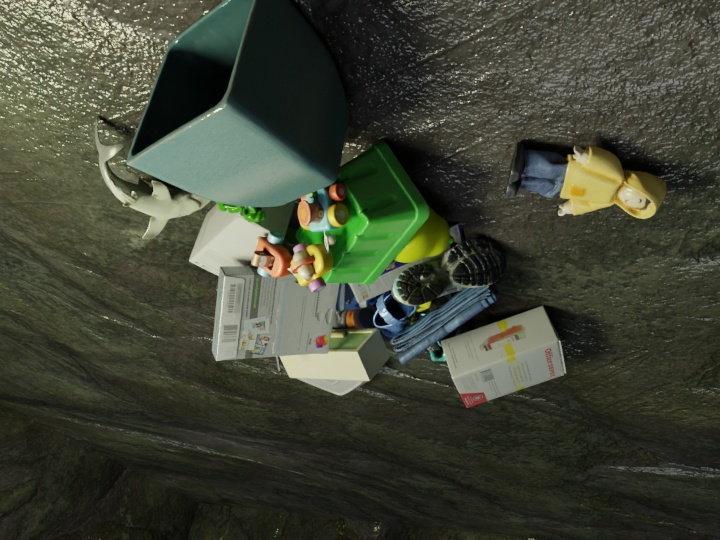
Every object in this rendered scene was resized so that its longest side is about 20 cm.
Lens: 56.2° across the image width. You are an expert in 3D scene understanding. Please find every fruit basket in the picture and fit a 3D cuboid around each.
[{"bbox_3d":[0.035,-0.074,0.992,0.215,0.156,0.216,-29,163,-10],"label":"fruit basket"}]

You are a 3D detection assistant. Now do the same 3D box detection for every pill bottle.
[{"bbox_3d":[-0.040,0.127,1.358,0.106,0.107,0.200,28,146,-23],"label":"pill bottle"}]

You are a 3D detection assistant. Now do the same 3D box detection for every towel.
[{"bbox_3d":[0.145,0.081,1.158,0.200,0.049,0.112,-37,174,12],"label":"towel"}]

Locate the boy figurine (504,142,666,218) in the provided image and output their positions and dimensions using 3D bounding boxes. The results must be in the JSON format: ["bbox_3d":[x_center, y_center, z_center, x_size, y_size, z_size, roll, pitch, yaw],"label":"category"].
[{"bbox_3d":[0.293,-0.111,0.886,0.199,0.065,0.125,13,146,7],"label":"boy figurine"}]

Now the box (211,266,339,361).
[{"bbox_3d":[-0.140,0.069,1.127,0.199,0.041,0.157,-1,114,-24],"label":"box"}]

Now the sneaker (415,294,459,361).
[{"bbox_3d":[0.140,0.103,1.261,0.077,0.092,0.200,-2,145,25],"label":"sneaker"}]

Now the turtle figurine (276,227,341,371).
[{"bbox_3d":[-0.119,0.033,1.205,0.143,0.200,0.194,-17,144,-10],"label":"turtle figurine"}]

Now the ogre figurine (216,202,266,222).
[{"bbox_3d":[-0.197,-0.164,0.940,0.199,0.120,0.098,27,150,-19],"label":"ogre figurine"}]

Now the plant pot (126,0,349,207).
[{"bbox_3d":[-0.123,-0.186,0.819,0.195,0.197,0.200,-17,144,40],"label":"plant pot"}]

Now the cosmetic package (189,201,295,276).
[{"bbox_3d":[-0.193,-0.073,1.097,0.085,0.108,0.200,29,147,-25],"label":"cosmetic package"}]

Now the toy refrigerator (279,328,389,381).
[{"bbox_3d":[-0.053,0.153,1.253,0.199,0.076,0.070,-5,116,40],"label":"toy refrigerator"}]

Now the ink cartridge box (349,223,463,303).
[{"bbox_3d":[0.071,-0.019,1.101,0.199,0.037,0.095,-22,143,1],"label":"ink cartridge box"}]

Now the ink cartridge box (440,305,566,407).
[{"bbox_3d":[0.266,0.163,1.251,0.199,0.084,0.145,-20,142,8],"label":"ink cartridge box"}]

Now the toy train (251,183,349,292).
[{"bbox_3d":[-0.094,-0.053,0.924,0.150,0.055,0.201,42,124,30],"label":"toy train"}]

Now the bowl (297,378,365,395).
[{"bbox_3d":[-0.067,0.217,1.548,0.199,0.075,0.200,26,146,-17],"label":"bowl"}]

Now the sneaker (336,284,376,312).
[{"bbox_3d":[0.000,0.000,1.175,0.082,0.074,0.200,2,145,-7],"label":"sneaker"}]

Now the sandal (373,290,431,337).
[{"bbox_3d":[0.056,0.074,1.206,0.080,0.087,0.200,56,160,16],"label":"sandal"}]

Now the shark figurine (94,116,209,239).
[{"bbox_3d":[-0.362,-0.141,1.091,0.128,0.090,0.214,-42,134,15],"label":"shark figurine"}]

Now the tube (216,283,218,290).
[{"bbox_3d":[-0.183,0.047,1.330,0.199,0.078,0.051,20,114,-15],"label":"tube"}]

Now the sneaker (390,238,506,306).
[{"bbox_3d":[0.137,0.003,1.085,0.199,0.078,0.086,-15,177,-15],"label":"sneaker"}]
